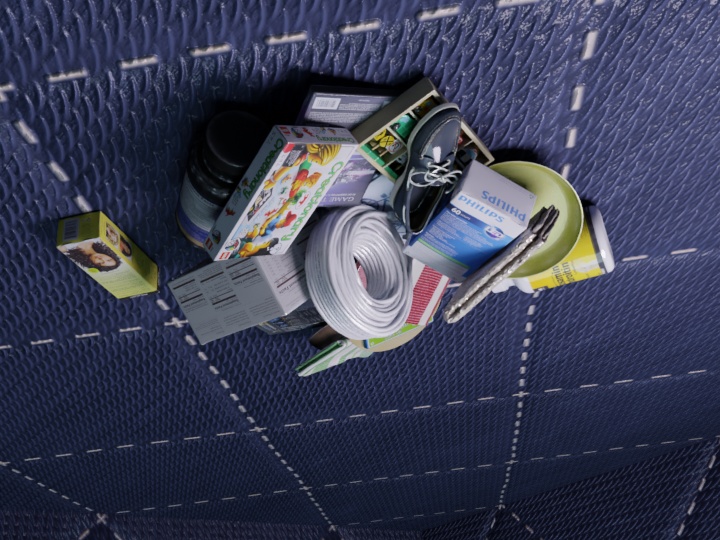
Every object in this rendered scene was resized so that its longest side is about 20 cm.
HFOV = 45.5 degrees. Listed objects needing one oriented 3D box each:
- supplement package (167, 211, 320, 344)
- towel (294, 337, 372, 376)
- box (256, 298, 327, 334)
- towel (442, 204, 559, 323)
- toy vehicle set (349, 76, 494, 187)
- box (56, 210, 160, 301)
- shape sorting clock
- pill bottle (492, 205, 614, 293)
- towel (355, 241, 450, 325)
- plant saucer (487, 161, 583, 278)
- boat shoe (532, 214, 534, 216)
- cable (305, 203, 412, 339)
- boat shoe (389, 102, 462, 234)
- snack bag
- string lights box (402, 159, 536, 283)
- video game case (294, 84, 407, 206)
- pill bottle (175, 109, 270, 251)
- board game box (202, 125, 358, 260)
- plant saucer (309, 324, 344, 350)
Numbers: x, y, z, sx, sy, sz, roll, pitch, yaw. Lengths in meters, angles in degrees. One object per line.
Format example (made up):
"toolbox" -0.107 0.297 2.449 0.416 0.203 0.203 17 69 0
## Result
"supplement package" -0.154 0.009 1.275 0.199 0.111 0.156 -20 -169 40
"towel" -0.010 0.147 1.624 0.199 0.023 0.152 -9 158 -48
"box" -0.113 0.066 1.517 0.157 0.051 0.200 -10 166 7
"towel" 0.198 -0.011 1.220 0.200 0.034 0.133 -46 178 30
"toy vehicle set" 0.085 -0.163 1.140 0.124 0.027 0.200 -34 147 16
"box" -0.389 -0.018 1.339 0.075 0.050 0.200 -12 153 11
"shape sorting clock" 0.057 0.058 1.513 0.199 0.039 0.201 -15 124 -23
"pill bottle" 0.304 -0.027 1.403 0.199 0.113 0.112 -16 151 19
"towel" 0.067 0.014 1.454 0.199 0.023 0.145 16 107 -37
"plant saucer" 0.227 -0.078 1.272 0.199 0.031 0.201 4 124 5
"boat shoe" 0.198 -0.055 1.355 0.199 0.074 0.068 -35 103 31
"cable" 0.000 0.000 1.242 0.069 0.201 0.199 -17 158 37
"boat shoe" 0.089 -0.127 1.109 0.074 0.062 0.200 -5 144 -28
"snack bag" 0.078 -0.114 1.287 0.188 0.022 0.200 18 141 -40
"string lights box" 0.146 -0.062 1.190 0.102 0.059 0.200 29 151 -8
"video game case" -0.031 -0.156 1.116 0.142 0.019 0.200 -4 144 -30
"pill bottle" -0.177 -0.116 1.128 0.111 0.112 0.200 4 151 -19
"board game box" -0.101 -0.095 1.073 0.126 0.035 0.200 -9 144 -49
"plant saucer" 0.001 0.107 1.611 0.199 0.032 0.200 -24 167 -6
